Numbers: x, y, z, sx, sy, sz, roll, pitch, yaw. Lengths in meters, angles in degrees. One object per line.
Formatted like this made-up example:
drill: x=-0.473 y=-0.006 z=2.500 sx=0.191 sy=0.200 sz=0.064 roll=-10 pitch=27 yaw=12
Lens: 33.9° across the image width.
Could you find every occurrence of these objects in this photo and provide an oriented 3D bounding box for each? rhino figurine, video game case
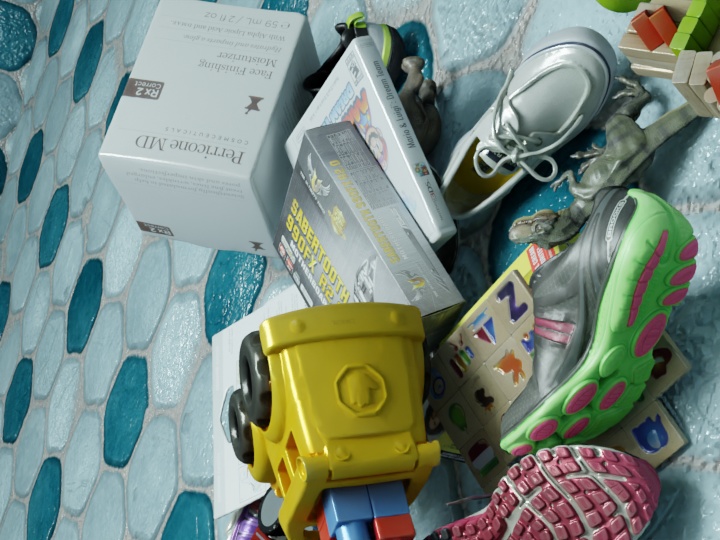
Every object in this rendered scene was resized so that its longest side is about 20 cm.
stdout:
rhino figurine: x=0.014 y=-0.114 z=1.137 sx=0.200 sy=0.059 sz=0.088 roll=-40 pitch=41 yaw=49
video game case: x=0.002 y=-0.076 z=1.036 sx=0.183 sy=0.024 sz=0.200 roll=67 pitch=153 yaw=12

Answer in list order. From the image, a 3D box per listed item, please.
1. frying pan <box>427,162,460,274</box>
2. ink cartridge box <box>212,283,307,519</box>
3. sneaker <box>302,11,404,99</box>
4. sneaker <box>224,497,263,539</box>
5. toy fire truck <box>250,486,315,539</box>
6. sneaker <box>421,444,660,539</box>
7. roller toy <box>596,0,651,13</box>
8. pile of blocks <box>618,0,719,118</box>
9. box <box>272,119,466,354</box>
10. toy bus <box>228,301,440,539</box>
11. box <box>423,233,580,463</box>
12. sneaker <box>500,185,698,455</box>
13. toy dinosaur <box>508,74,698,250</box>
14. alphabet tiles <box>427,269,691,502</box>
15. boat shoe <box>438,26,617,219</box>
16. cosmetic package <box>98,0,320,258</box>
frying pan: x=0.034 y=-0.079 z=1.038 sx=0.115 sy=0.031 sz=0.192 roll=-24 pitch=85 yaw=60
ink cartridge box: x=-0.071 y=0.121 z=1.116 sx=0.173 sy=0.043 sz=0.202 roll=-32 pitch=50 yaw=37
sneaker: x=-0.027 y=-0.174 z=1.205 sx=0.201 sy=0.082 sz=0.072 roll=-65 pitch=29 yaw=29
sneaker: x=-0.075 y=0.232 z=1.119 sx=0.083 sy=0.080 sz=0.202 roll=-7 pitch=71 yaw=54
toy fire truck: x=-0.034 y=0.307 z=0.989 sx=0.176 sy=0.128 sz=0.201 roll=22 pitch=86 yaw=61
sneaker: x=0.118 y=0.168 z=0.787 sx=0.200 sy=0.074 sz=0.081 roll=-37 pitch=71 yaw=40
roller toy: x=0.162 y=-0.300 z=0.821 sx=0.139 sy=0.199 sz=0.184 roll=-16 pitch=58 yaw=57
pile of blocks: x=0.231 y=-0.126 z=0.720 sx=0.082 sy=0.062 sz=0.200 roll=-46 pitch=47 yaw=12
box: x=0.000 y=0.000 z=1.004 sx=0.201 sy=0.048 sz=0.159 roll=59 pitch=151 yaw=25
toy bus: x=-0.013 y=0.146 z=0.872 sx=0.201 sy=0.134 sz=0.193 roll=112 pitch=148 yaw=-55
box: x=0.110 y=0.060 z=0.890 sx=0.200 sy=0.050 sz=0.076 roll=-50 pitch=38 yaw=37
sneaker: x=0.144 y=0.036 z=0.753 sx=0.084 sy=0.076 sz=0.201 roll=55 pitch=128 yaw=47
toy dinosaur: x=0.184 y=-0.089 z=0.826 sx=0.200 sy=0.047 sz=0.088 roll=-45 pitch=20 yaw=15
alphabet tiles: x=0.132 y=0.085 z=0.816 sx=0.200 sy=0.008 sz=0.168 roll=-51 pitch=60 yaw=37
boat shoe: x=0.116 y=-0.099 z=0.900 sx=0.202 sy=0.074 sz=0.086 roll=-41 pitch=14 yaw=49
cosmetic package: x=-0.142 y=-0.146 z=1.220 sx=0.165 sy=0.163 sz=0.202 roll=74 pitch=-152 yaw=-61
